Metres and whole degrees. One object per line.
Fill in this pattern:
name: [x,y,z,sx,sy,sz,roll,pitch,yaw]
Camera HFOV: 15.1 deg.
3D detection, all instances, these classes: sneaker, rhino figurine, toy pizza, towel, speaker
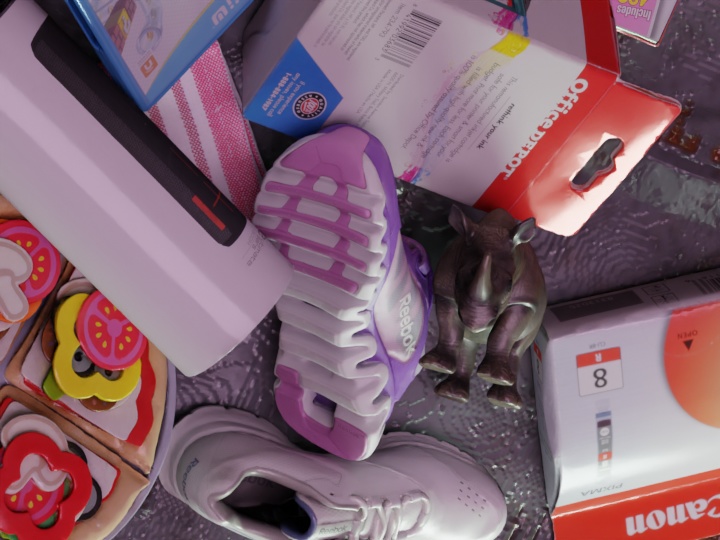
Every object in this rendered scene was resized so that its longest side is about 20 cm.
sneaker: [-0.010,0.130,1.481,0.199,0.087,0.075,7,108,-19]
rhino figurine: [0.065,0.013,1.412,0.059,0.200,0.088,13,79,7]
toy pizza: [-0.177,0.055,1.356,0.199,0.032,0.202,4,83,-31]
sneaker: [0.000,0.000,1.424,0.088,0.080,0.201,-39,143,-37]
towel: [-0.145,-0.027,1.414,0.199,0.030,0.147,-22,114,-6]
speaker: [-0.127,-0.041,1.350,0.081,0.081,0.200,-43,103,4]

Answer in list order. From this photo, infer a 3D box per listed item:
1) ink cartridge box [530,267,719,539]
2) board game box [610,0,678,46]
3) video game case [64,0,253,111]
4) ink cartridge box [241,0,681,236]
ink cartridge box: [0.184,0.103,1.545,0.161,0.050,0.201,-12,110,-10]
board game box: [0.124,-0.235,1.401,0.152,0.040,0.201,19,105,-21]
video game case: [-0.093,-0.182,1.299,0.143,0.018,0.200,-48,148,-13]
ink cartridge box: [0.052,-0.103,1.395,0.199,0.068,0.116,20,132,-22]
